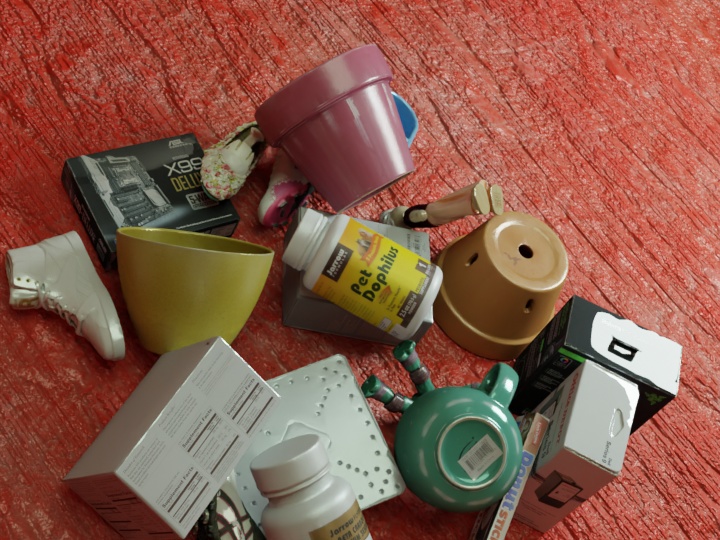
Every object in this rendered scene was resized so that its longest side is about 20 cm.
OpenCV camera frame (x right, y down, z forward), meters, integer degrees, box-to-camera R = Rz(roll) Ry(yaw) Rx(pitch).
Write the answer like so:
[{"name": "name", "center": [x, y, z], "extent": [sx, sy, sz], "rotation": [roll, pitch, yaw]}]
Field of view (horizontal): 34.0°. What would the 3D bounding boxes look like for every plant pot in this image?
[{"name": "plant pot", "center": [-0.217, 0.031, 1.484], "extent": [0.198, 0.200, 0.143], "rotation": [7, 96, -20]}, {"name": "plant pot", "center": [0.212, 0.009, 1.712], "extent": [0.198, 0.140, 0.201], "rotation": [13, 53, -17]}, {"name": "plant pot", "center": [-0.020, -0.187, 1.642], "extent": [0.199, 0.200, 0.180], "rotation": [-30, 90, -36]}]

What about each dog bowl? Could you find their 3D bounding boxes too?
[{"name": "dog bowl", "center": [0.030, -0.210, 1.807], "extent": [0.111, 0.050, 0.200], "rotation": [40, 37, -10]}]

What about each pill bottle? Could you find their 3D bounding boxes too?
[{"name": "pill bottle", "center": [-0.051, 0.298, 1.358], "extent": [0.114, 0.114, 0.202], "rotation": [-26, 100, -36]}, {"name": "pill bottle", "center": [0.000, 0.000, 1.543], "extent": [0.199, 0.109, 0.110], "rotation": [28, 50, -4]}]

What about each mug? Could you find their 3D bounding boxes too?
[{"name": "mug", "center": [0.125, 0.206, 1.457], "extent": [0.150, 0.114, 0.187], "rotation": [3, 85, -9]}]

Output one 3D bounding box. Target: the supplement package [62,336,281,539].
[{"name": "supplement package", "center": [-0.215, 0.194, 1.347], "extent": [0.111, 0.155, 0.200], "rotation": [47, 57, -17]}]

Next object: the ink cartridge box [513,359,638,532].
[{"name": "ink cartridge box", "center": [0.269, 0.231, 1.543], "extent": [0.084, 0.200, 0.147], "rotation": [27, 51, -4]}]

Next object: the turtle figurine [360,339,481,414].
[{"name": "turtle figurine", "center": [0.099, 0.193, 1.560], "extent": [0.200, 0.101, 0.150], "rotation": [44, 68, -14]}]

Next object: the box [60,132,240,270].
[{"name": "box", "center": [-0.287, -0.098, 1.617], "extent": [0.199, 0.050, 0.158], "rotation": [-16, 66, -32]}]

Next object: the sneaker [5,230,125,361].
[{"name": "sneaker", "center": [-0.377, 0.045, 1.470], "extent": [0.115, 0.074, 0.201], "rotation": [-16, 55, -30]}]

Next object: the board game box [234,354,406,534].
[{"name": "board game box", "center": [-0.072, 0.226, 1.476], "extent": [0.198, 0.026, 0.201], "rotation": [-19, 66, -17]}]

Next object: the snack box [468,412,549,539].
[{"name": "snack box", "center": [0.186, 0.280, 1.510], "extent": [0.024, 0.072, 0.201], "rotation": [27, 73, -6]}]

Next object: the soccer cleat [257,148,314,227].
[{"name": "soccer cleat", "center": [-0.105, -0.133, 1.720], "extent": [0.086, 0.070, 0.200], "rotation": [34, 44, 12]}]

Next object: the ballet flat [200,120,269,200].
[{"name": "ballet flat", "center": [-0.174, -0.166, 1.663], "extent": [0.076, 0.064, 0.200], "rotation": [44, 26, -14]}]

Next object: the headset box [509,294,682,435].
[{"name": "headset box", "center": [0.324, 0.145, 1.629], "extent": [0.173, 0.200, 0.093], "rotation": [26, 50, -7]}]

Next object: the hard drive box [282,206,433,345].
[{"name": "hard drive box", "center": [-0.005, 0.010, 1.653], "extent": [0.198, 0.077, 0.157], "rotation": [12, 53, -17]}]

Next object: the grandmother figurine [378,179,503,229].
[{"name": "grandmother figurine", "center": [0.111, -0.084, 1.709], "extent": [0.121, 0.199, 0.061], "rotation": [11, 72, -48]}]

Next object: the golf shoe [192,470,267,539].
[{"name": "golf shoe", "center": [-0.151, 0.310, 1.384], "extent": [0.087, 0.077, 0.202], "rotation": [5, 64, -20]}]
